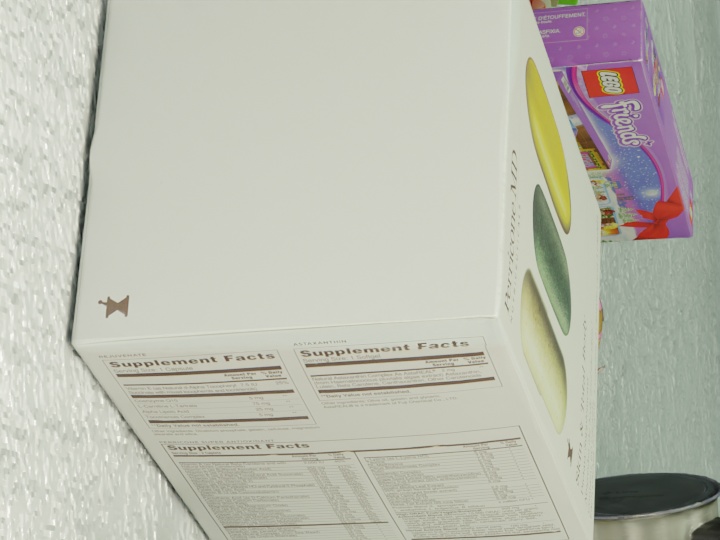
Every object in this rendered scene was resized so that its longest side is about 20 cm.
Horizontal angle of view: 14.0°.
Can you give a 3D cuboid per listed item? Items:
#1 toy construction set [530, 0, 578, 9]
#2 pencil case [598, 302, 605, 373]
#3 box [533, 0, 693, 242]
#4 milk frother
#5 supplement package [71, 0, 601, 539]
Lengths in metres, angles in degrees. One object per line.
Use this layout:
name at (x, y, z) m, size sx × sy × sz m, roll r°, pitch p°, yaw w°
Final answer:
toy construction set at (0.086, -0.152, 1.633) m, size 0.200 × 0.092 × 0.132 m, roll -63°, pitch 160°, yaw -58°
pencil case at (0.088, 0.062, 1.587) m, size 0.200 × 0.086 × 0.083 m, roll -70°, pitch 173°, yaw -67°
box at (0.098, -0.073, 1.569) m, size 0.200 × 0.136 × 0.039 m, roll 63°, pitch 26°, yaw -60°
milk frother at (0.224, 0.226, 1.927) m, size 0.200 × 0.180 × 0.189 m, roll -33°, pitch 119°, yaw -72°
supplement package at (0.000, 0.000, 1.084) m, size 0.200 × 0.150 × 0.152 m, roll 63°, pitch 27°, yaw -59°
